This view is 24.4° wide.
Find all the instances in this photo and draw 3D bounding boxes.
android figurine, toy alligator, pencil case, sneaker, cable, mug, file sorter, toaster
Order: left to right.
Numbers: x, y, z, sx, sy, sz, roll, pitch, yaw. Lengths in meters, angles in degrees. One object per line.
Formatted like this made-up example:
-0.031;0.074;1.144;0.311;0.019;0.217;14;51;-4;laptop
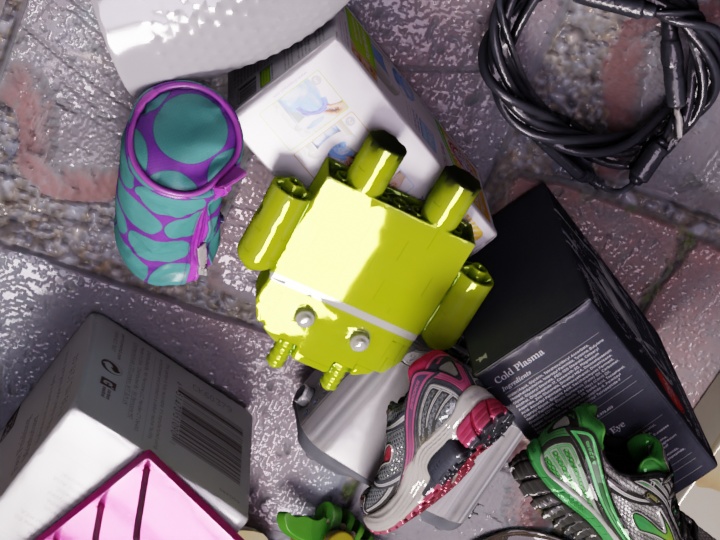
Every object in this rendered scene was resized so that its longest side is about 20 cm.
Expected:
-0.182;0.261;1.197;0.200;0.126;0.139;-38;110;14;file sorter
-0.132;-0.058;1.202;0.085;0.200;0.092;-40;82;-19;pencil case
-0.101;-0.238;1.150;0.174;0.148;0.201;-16;85;1;mug
0.000;0.000;1.203;0.181;0.041;0.201;25;115;-16;android figurine
0.003;0.259;1.448;0.200;0.059;0.054;48;63;-24;toy alligator
0.046;0.127;1.226;0.075;0.080;0.200;49;142;13;sneaker
0.051;0.117;1.348;0.199;0.114;0.130;31;107;-18;toaster
0.182;-0.159;1.259;0.163;0.051;0.200;-43;112;15;cable
0.204;0.172;1.187;0.200;0.078;0.085;36;107;-21;sneaker

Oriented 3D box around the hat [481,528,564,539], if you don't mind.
0.136;0.332;1.480;0.199;0.081;0.202;-2;115;-4;hat

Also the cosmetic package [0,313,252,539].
-0.207;0.180;1.318;0.165;0.165;0.200;35;108;-16;cosmetic package

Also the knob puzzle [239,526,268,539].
-0.137;0.290;1.391;0.030;0.219;0.221;26;117;23;knob puzzle

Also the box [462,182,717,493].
0.165;0.064;1.284;0.104;0.200;0.182;-35;115;13;box

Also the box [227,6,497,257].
0.000;-0.090;1.238;0.101;0.113;0.200;-35;115;14;box

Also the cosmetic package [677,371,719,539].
0.337;0.145;1.414;0.105;0.071;0.201;23;112;-16;cosmetic package
